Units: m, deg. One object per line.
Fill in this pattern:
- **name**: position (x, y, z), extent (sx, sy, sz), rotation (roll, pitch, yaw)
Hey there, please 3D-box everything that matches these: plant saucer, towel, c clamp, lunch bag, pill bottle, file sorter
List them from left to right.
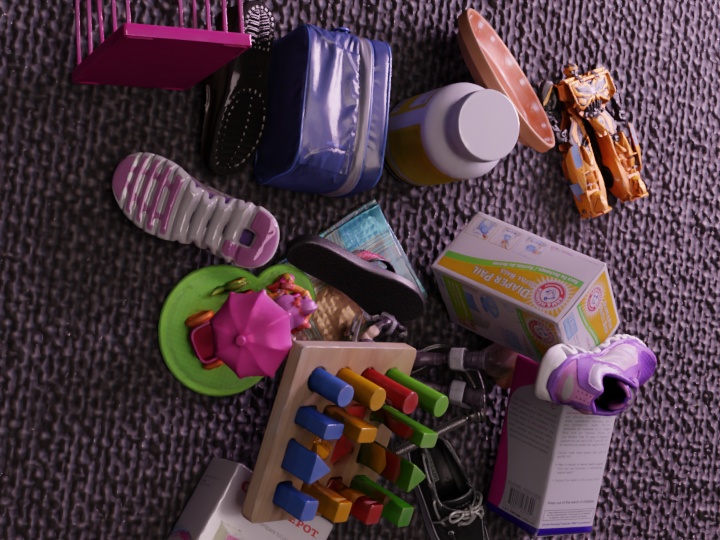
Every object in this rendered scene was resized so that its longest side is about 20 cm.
- **file sorter**: position (-0.220, -0.282, 1.470), extent (0.137, 0.199, 0.128), rotation (0, 84, -27)
- **lunch bag**: position (-0.036, -0.188, 1.595), extent (0.131, 0.135, 0.203), rotation (10, 81, -27)
- **towel**: position (-0.022, 0.023, 1.653), extent (0.199, 0.022, 0.148), rotation (-34, 102, -25)
- **c clamp**: position (0.072, 0.180, 1.643), extent (0.198, 0.027, 0.172), rotation (-29, 64, -16)
- **pill bottle**: position (0.107, -0.162, 1.628), extent (0.110, 0.200, 0.114), rotation (0, 90, -23)
- **plant saucer**: position (0.177, -0.233, 1.703), extent (0.032, 0.201, 0.201), rotation (-31, 106, 19)

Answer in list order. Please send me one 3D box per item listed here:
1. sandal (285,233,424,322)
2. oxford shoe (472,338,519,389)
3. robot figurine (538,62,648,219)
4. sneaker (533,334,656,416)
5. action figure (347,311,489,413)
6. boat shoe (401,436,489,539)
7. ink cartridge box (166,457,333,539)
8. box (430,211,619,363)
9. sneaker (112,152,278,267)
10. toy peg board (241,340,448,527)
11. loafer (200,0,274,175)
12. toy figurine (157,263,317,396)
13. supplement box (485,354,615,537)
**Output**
- **sandal**: position (0.000, 0.000, 1.617), extent (0.199, 0.075, 0.046), rotation (31, 43, -27)
- **oxford shoe**: position (0.215, 0.050, 1.750), extent (0.073, 0.071, 0.201), rotation (39, 71, -16)
- **robot figurine**: position (0.312, -0.180, 1.821), extent (0.144, 0.058, 0.203), rotation (-22, 97, -28)
- **sneaker**: position (0.290, 0.129, 1.581), extent (0.198, 0.088, 0.082), rotation (-5, 114, -45)
- **action figure**: position (0.050, 0.119, 1.613), extent (0.197, 0.069, 0.132), rotation (9, 87, 6)
- **boat shoe**: position (0.118, 0.287, 1.682), extent (0.073, 0.068, 0.202), rotation (-24, 98, -27)
- **ink cartridge box**: position (-0.144, 0.333, 1.533), extent (0.144, 0.084, 0.202), rotation (36, 70, -21)
- **box**: position (0.200, 0.029, 1.654), extent (0.101, 0.199, 0.113), rotation (-47, 139, -22)
- **sneaker**: position (-0.184, -0.065, 1.538), extent (0.198, 0.088, 0.081), rotation (26, 93, -2)
- **toy peg board**: position (-0.004, 0.189, 1.480), extent (0.198, 0.097, 0.203), rotation (5, 105, -51)
- **loafer**: position (-0.148, -0.211, 1.580), extent (0.072, 0.071, 0.203), rotation (7, 97, -46)
- **toy figurine**: position (-0.107, 0.059, 1.501), extent (0.198, 0.184, 0.152), rotation (-25, 99, -20)
- **supplement box**: position (0.240, 0.215, 1.700), extent (0.102, 0.101, 0.203), rotation (4, 101, -36)
